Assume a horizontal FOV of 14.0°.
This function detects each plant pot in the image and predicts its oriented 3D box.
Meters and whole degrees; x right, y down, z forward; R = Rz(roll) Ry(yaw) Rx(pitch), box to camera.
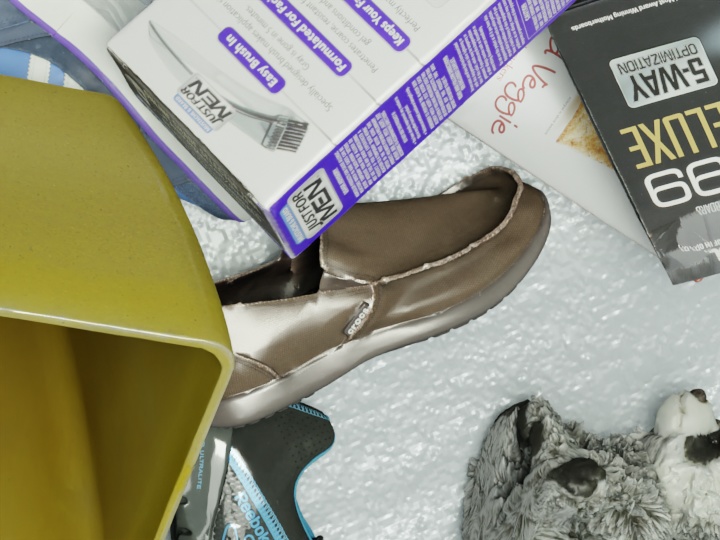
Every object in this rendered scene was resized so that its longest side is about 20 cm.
[{"bbox_3d":[-0.175,0.022,1.227,0.199,0.177,0.201,10,133,-15],"label":"plant pot"}]

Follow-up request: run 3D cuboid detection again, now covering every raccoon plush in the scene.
[{"bbox_3d":[0.115,0.145,1.438,0.133,0.097,0.201,16,116,-22],"label":"raccoon plush"}]

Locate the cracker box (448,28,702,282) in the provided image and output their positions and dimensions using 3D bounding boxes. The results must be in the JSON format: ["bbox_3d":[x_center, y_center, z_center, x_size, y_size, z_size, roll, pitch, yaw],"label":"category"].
[{"bbox_3d":[0.113,-0.104,1.382,0.199,0.058,0.134,32,97,-16],"label":"cracker box"}]

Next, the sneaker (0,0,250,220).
[{"bbox_3d":[-0.152,-0.061,1.337,0.146,0.081,0.200,-39,117,16],"label":"sneaker"}]

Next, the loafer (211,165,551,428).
[{"bbox_3d":[0.000,0.000,1.360,0.199,0.073,0.071,-30,117,-18],"label":"loafer"}]

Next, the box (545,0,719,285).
[{"bbox_3d":[0.201,-0.089,1.287,0.199,0.050,0.158,-14,123,22],"label":"box"}]

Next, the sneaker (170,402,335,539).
[{"bbox_3d":[-0.057,0.156,1.404,0.081,0.073,0.201,4,102,-10],"label":"sneaker"}]

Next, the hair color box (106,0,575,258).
[{"bbox_3d":[0.004,-0.115,1.247,0.200,0.065,0.109,-42,67,-7],"label":"hair color box"}]
